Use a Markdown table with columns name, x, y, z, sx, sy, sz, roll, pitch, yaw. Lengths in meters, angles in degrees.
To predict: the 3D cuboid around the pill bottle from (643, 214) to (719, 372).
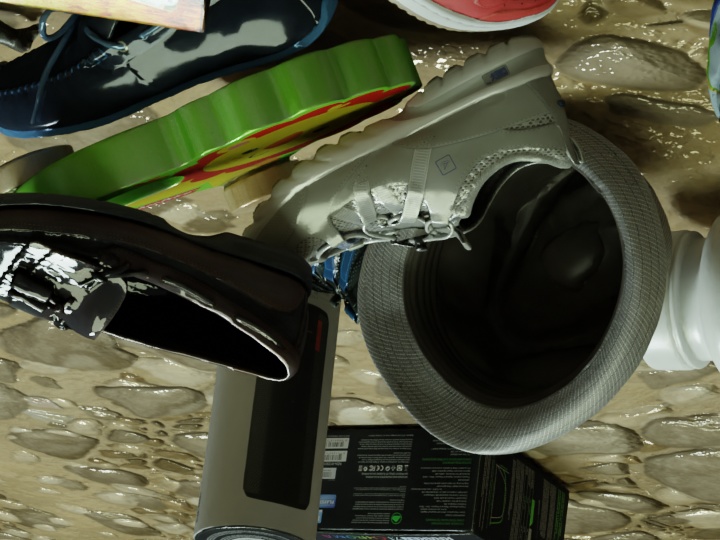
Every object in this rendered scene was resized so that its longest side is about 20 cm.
| name | x | y | z | sx | sy | sz | roll | pitch | yaw |
| --- | --- | --- | --- | --- | --- | --- | --- | --- | --- |
| pill bottle | 0.262 | 0.014 | 1.292 | 0.199 | 0.111 | 0.111 | -3 | 157 | 28 |

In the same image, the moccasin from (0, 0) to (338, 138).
| name | x | y | z | sx | sy | sz | roll | pitch | yaw |
| --- | --- | --- | --- | --- | --- | --- | --- | --- | --- |
| moccasin | -0.108 | -0.128 | 1.122 | 0.199 | 0.081 | 0.068 | -20 | 123 | 19 |

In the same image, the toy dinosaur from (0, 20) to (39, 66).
| name | x | y | z | sx | sy | sz | roll | pitch | yaw |
| --- | --- | --- | --- | --- | --- | --- | --- | --- | --- |
| toy dinosaur | -0.241 | -0.120 | 1.210 | 0.102 | 0.077 | 0.200 | 32 | 157 | -21 |

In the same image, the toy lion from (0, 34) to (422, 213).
| name | x | y | z | sx | sy | sz | roll | pitch | yaw |
| --- | --- | --- | --- | --- | --- | --- | --- | --- | --- |
| toy lion | -0.073 | -0.068 | 1.159 | 0.200 | 0.069 | 0.192 | -20 | 177 | -26 |

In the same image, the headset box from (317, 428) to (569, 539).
| name | x | y | z | sx | sy | sz | roll | pitch | yaw |
| --- | --- | --- | --- | --- | --- | --- | --- | --- | --- |
| headset box | 0.065 | 0.207 | 1.926 | 0.174 | 0.093 | 0.200 | -2 | 158 | 28 |

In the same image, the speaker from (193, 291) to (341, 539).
| name | x | y | z | sx | sy | sz | roll | pitch | yaw |
| --- | --- | --- | --- | --- | --- | --- | --- | --- | --- |
| speaker | -0.060 | 0.090 | 1.498 | 0.081 | 0.201 | 0.081 | 5 | 155 | 3 |

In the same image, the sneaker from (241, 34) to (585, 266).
| name | x | y | z | sx | sy | sz | roll | pitch | yaw |
| --- | --- | --- | --- | --- | --- | --- | --- | --- | --- |
| sneaker | 0.024 | -0.039 | 1.162 | 0.200 | 0.082 | 0.075 | -33 | 173 | 22 |

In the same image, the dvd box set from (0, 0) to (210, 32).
| name | x | y | z | sx | sy | sz | roll | pitch | yaw |
| --- | --- | --- | --- | --- | --- | --- | --- | --- | --- |
| dvd box set | -0.163 | -0.178 | 1.005 | 0.199 | 0.029 | 0.147 | 9 | 144 | -1 |

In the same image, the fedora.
| name | x | y | z | sx | sy | sz | roll | pitch | yaw |
| --- | --- | --- | --- | --- | --- | --- | --- | --- | --- |
| fedora | 0.102 | 0.002 | 1.278 | 0.090 | 0.177 | 0.200 | -10 | 142 | -54 |

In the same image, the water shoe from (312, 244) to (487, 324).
| name | x | y | z | sx | sy | sz | roll | pitch | yaw |
| --- | --- | --- | --- | --- | --- | --- | --- | --- | --- |
| water shoe | 0.000 | 0.000 | 1.404 | 0.071 | 0.079 | 0.200 | 25 | 154 | -39 |

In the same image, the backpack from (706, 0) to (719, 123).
| name | x | y | z | sx | sy | sz | roll | pitch | yaw |
| --- | --- | --- | --- | --- | --- | --- | --- | --- | --- |
| backpack | 0.226 | -0.119 | 0.930 | 0.163 | 0.154 | 0.200 | 10 | 138 | -13 |

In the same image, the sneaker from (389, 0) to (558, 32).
| name | x | y | z | sx | sy | sz | roll | pitch | yaw |
| --- | --- | --- | --- | --- | --- | --- | --- | --- | --- |
| sneaker | 0.042 | -0.164 | 0.953 | 0.200 | 0.071 | 0.112 | 19 | 155 | -39 |

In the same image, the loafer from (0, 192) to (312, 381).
| name | x | y | z | sx | sy | sz | roll | pitch | yaw |
| --- | --- | --- | --- | --- | --- | --- | --- | --- | --- |
| loafer | -0.114 | 0.010 | 1.118 | 0.199 | 0.063 | 0.072 | 11 | 150 | -25 |
